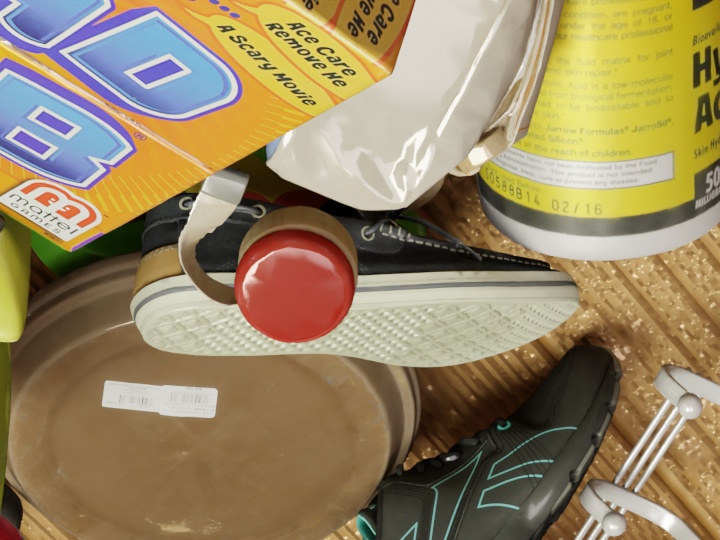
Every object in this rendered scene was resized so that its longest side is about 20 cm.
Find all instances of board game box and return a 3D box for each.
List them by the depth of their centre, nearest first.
[{"bbox_3d":[-0.095,-0.162,0.855,0.199,0.201,0.200,32,149,-24],"label":"board game box"}]

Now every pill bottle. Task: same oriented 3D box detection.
[{"bbox_3d":[0.097,-0.115,1.075,0.111,0.111,0.201,-7,121,-2],"label":"pill bottle"}]

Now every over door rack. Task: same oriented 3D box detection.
[{"bbox_3d":[0.188,0.137,1.235,0.199,0.067,0.148,20,114,-29],"label":"over door rack"}]

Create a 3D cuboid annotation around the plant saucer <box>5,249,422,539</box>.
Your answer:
[{"bbox_3d":[-0.072,0.069,1.178,0.199,0.030,0.201,-1,135,-1],"label":"plant saucer"}]

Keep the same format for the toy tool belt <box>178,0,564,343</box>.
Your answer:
[{"bbox_3d":[0.005,-0.082,1.017,0.124,0.123,0.201,19,116,-9],"label":"toy tool belt"}]

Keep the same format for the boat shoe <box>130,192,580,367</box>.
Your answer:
[{"bbox_3d":[0.000,0.000,1.089,0.199,0.063,0.075,3,153,-24],"label":"boat shoe"}]

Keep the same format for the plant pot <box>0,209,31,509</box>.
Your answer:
[{"bbox_3d":[-0.218,0.022,0.981,0.199,0.199,0.182,13,114,-12],"label":"plant pot"}]

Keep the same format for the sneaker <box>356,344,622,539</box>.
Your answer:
[{"bbox_3d":[0.048,0.102,1.176,0.079,0.200,0.076,31,152,9],"label":"sneaker"}]

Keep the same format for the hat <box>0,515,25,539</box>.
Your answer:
[{"bbox_3d":[-0.098,0.223,1.237,0.165,0.177,0.200,0,158,-10],"label":"hat"}]

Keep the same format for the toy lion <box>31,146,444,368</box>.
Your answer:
[{"bbox_3d":[-0.056,-0.016,1.152,0.199,0.069,0.192,14,125,-13],"label":"toy lion"}]

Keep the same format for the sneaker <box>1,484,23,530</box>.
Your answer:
[{"bbox_3d":[-0.260,0.118,1.197,0.199,0.076,0.116,-25,116,9],"label":"sneaker"}]
